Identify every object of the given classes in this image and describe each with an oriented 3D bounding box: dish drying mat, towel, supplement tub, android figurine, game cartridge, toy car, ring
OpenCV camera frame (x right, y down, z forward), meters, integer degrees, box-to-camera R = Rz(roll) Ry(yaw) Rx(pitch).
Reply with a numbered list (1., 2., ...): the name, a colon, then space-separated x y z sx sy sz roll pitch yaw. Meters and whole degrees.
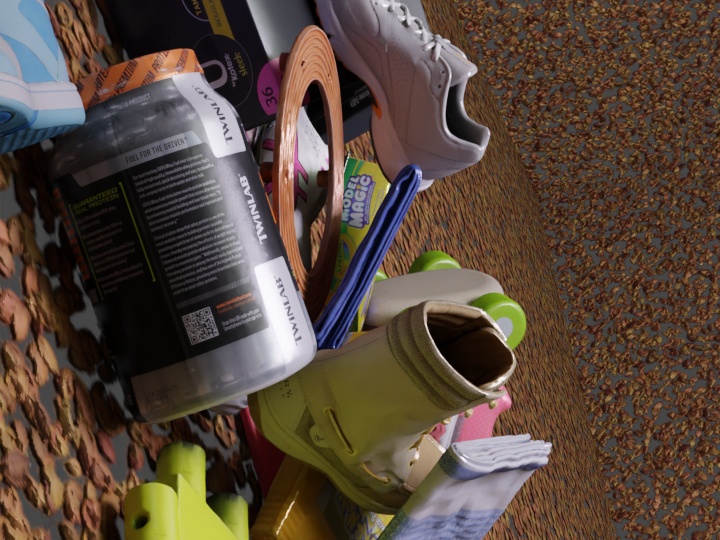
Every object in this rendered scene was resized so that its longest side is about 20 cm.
1. dish drying mat: -0.062 0.139 1.049 0.077 0.018 0.202 17 56 -70
2. towel: 0.043 0.192 0.951 0.024 0.201 0.146 43 17 25
3. supplement tub: -0.111 -0.021 0.839 0.123 0.121 0.202 -31 102 -77
4. towel: 0.000 0.000 1.025 0.024 0.146 0.200 27 -6 1
5. android figurine: -0.088 0.203 0.811 0.201 0.041 0.183 -98 164 -46
6. game cartridge: -0.004 0.177 1.029 0.201 0.032 0.177 -64 142 -41
7. toy car: 0.064 0.104 1.375 0.164 0.156 0.202 -141 -133 -61
8. ring: -0.039 -0.064 0.955 0.200 0.019 0.203 3 90 -79

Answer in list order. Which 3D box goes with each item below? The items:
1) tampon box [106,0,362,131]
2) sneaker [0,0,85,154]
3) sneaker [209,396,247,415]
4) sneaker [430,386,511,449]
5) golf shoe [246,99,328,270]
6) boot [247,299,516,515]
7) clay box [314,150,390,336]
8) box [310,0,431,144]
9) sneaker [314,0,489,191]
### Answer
1. tampon box: -0.076 -0.197 1.087 0.200 0.125 0.151 -35 106 -54
2. sneaker: -0.206 -0.126 0.694 0.200 0.079 0.132 -50 122 -86
3. sneaker: -0.094 -0.005 0.986 0.075 0.080 0.202 8 62 -73
4. sneaker: 0.079 0.182 1.253 0.074 0.086 0.202 -119 -137 -65
5. golf shoe: -0.056 -0.076 1.188 0.073 0.091 0.202 98 -16 -63
6. boot: 0.043 0.092 0.929 0.200 0.154 0.073 38 39 -40
7. clay box: -0.007 -0.019 1.212 0.200 0.047 0.116 94 11 -77
8. box: -0.024 -0.196 1.280 0.078 0.199 0.143 -13 85 -35
9. sneaker: 0.038 -0.163 1.045 0.076 0.091 0.202 -41 112 -51
